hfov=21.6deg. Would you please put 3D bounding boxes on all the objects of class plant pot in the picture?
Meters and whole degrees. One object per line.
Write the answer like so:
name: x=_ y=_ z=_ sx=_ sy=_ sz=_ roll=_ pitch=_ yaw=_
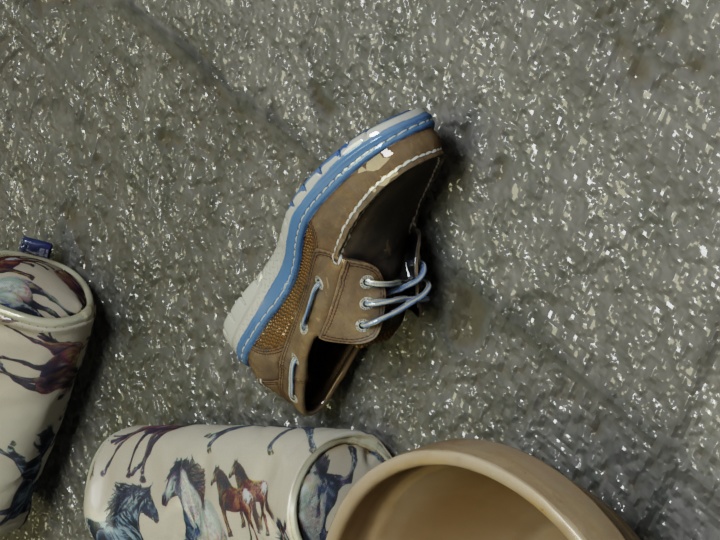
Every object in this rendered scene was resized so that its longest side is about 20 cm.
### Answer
plant pot: x=0.081 y=0.170 z=0.873 sx=0.201 sy=0.093 sz=0.202 roll=14 pitch=110 yaw=44

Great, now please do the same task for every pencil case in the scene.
pencil case: x=-0.065 y=0.128 z=1.022 sx=0.200 sy=0.078 sz=0.090 roll=-5 pitch=76 yaw=46
pencil case: x=-0.227 y=0.078 z=1.165 sx=0.089 sy=0.078 sz=0.200 roll=33 pitch=124 yaw=15

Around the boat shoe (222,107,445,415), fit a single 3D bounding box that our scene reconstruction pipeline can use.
boat shoe: x=0.000 y=0.000 z=0.937 sx=0.072 sy=0.072 sz=0.200 roll=52 pitch=142 yaw=17
